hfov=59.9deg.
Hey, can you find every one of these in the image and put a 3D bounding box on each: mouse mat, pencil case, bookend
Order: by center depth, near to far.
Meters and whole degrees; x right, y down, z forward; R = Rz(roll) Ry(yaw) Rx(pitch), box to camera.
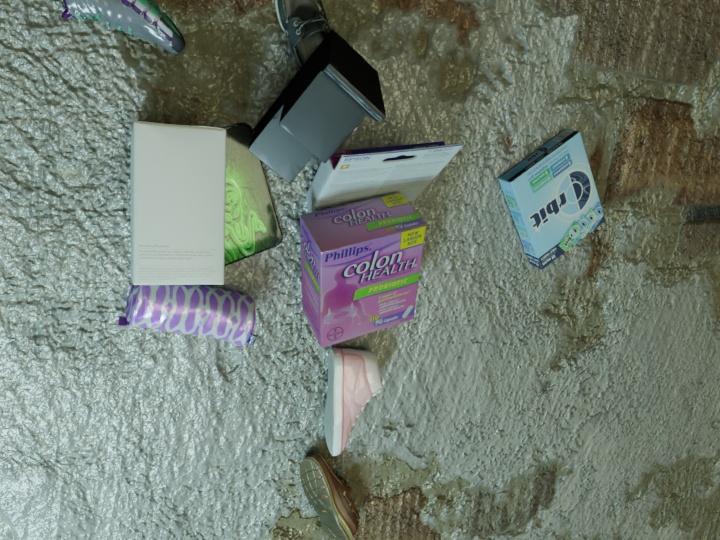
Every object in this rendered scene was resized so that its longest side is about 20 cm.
[{"bbox_3d":[-0.067,-0.192,0.828,0.092,0.201,0.199,36,113,-21],"label":"bookend"},{"bbox_3d":[-0.213,-0.105,0.948,0.158,0.008,0.204,-22,116,-17],"label":"mouse mat"},{"bbox_3d":[-0.255,0.063,0.950,0.197,0.085,0.086,17,124,-27],"label":"pencil case"}]

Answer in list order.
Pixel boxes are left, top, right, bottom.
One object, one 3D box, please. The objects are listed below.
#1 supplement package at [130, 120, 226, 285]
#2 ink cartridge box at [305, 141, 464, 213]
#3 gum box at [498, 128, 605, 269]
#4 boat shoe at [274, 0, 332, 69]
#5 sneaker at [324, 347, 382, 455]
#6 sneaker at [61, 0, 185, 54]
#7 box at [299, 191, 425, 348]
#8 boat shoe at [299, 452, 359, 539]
[{"bbox_3d":[-0.248,-0.087,0.846,0.117,0.121,0.205,0,95,-22],"label":"supplement package"},{"bbox_3d":[0.030,-0.151,0.947,0.192,0.200,0.044,-10,74,-22],"label":"ink cartridge box"},{"bbox_3d":[0.367,-0.133,1.186,0.169,0.044,0.202,-35,118,-10],"label":"gum box"},{"bbox_3d":[-0.069,-0.332,0.899,0.073,0.066,0.204,-18,115,-18],"label":"boat shoe"},{"bbox_3d":[-0.009,0.236,1.125,0.102,0.075,0.205,-1,104,-19],"label":"sneaker"},{"bbox_3d":[-0.320,-0.331,0.790,0.199,0.075,0.088,39,100,-19],"label":"sneaker"},{"bbox_3d":[0.000,0.000,0.999,0.172,0.097,0.203,-14,133,-20],"label":"box"},{"bbox_3d":[-0.055,0.423,1.184,0.067,0.071,0.204,-41,117,-45],"label":"boat shoe"}]
